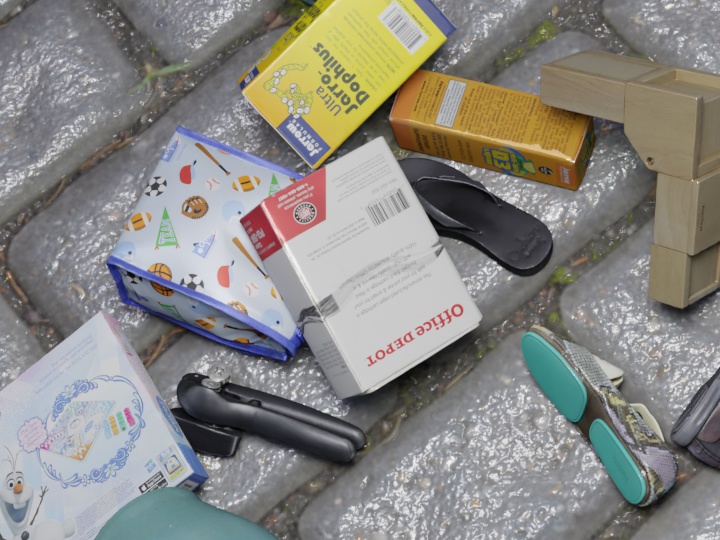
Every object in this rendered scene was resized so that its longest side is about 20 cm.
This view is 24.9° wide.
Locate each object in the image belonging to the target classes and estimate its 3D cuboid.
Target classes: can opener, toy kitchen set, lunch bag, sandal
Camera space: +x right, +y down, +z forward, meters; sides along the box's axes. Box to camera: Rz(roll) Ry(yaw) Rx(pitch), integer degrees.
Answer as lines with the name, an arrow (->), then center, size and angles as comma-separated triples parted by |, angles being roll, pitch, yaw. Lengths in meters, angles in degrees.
can opener -> -0.090, 0.142, 1.573 | 0.198, 0.079, 0.064 | 11, 30, 12
toy kitchen set -> 0.289, -0.102, 1.564 | 0.179, 0.202, 0.162 | 19, 29, 40
lunch bag -> -0.121, -0.019, 1.604 | 0.198, 0.124, 0.171 | 19, 69, 12
sandal -> 0.102, -0.064, 1.624 | 0.199, 0.043, 0.077 | 23, 73, 20

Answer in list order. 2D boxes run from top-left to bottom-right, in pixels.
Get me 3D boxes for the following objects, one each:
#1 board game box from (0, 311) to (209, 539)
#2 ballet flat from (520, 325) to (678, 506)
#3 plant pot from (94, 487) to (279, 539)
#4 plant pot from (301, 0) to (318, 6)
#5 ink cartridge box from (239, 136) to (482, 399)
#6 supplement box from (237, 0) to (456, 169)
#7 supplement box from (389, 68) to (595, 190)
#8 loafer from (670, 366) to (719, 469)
board game box -> -0.275, 0.179, 1.577 | 0.199, 0.043, 0.200 | -37, 65, 6
ballet flat -> 0.227, 0.127, 1.511 | 0.072, 0.072, 0.201 | -33, 65, -4
plant pot -> -0.142, 0.299, 1.435 | 0.200, 0.200, 0.188 | -46, 51, -10
plant pot -> -0.036, -0.384, 1.719 | 0.199, 0.200, 0.189 | 34, 91, 23
ink cartridge box -> 0.000, 0.000, 1.534 | 0.146, 0.083, 0.201 | -29, 90, -23
supplement box -> -0.016, -0.216, 1.635 | 0.200, 0.109, 0.110 | -44, 104, 4
supplement box -> 0.133, -0.143, 1.640 | 0.198, 0.067, 0.069 | 13, 70, 17
loafer -> 0.365, 0.093, 1.497 | 0.063, 0.072, 0.201 | 38, 84, 4
